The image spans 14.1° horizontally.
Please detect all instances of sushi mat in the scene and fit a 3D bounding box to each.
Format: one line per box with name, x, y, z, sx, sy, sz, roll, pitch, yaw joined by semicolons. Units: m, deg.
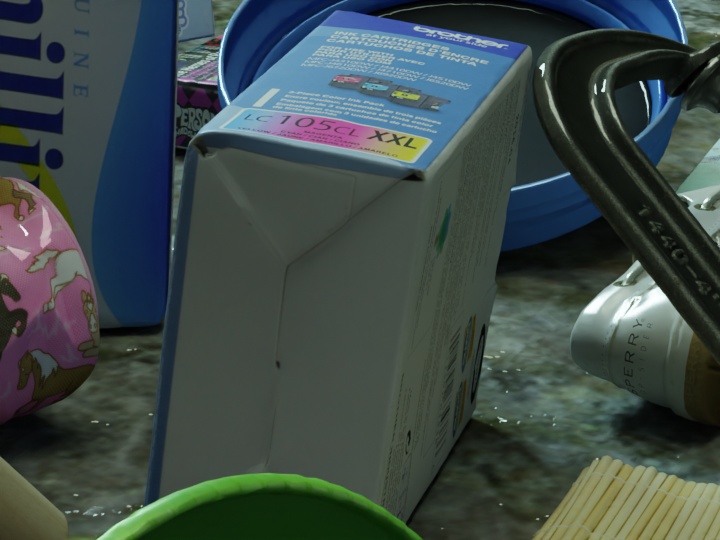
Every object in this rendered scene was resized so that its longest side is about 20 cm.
sushi mat;0.083;0.099;0.842;0.095;0.012;0.200;9;19;17

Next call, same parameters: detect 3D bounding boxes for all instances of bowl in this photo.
bowl;0.039;-0.079;1.230;0.200;0.039;0.201;-3;41;2

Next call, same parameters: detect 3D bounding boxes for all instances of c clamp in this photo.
c clamp;0.145;-0.010;0.996;0.200;0.027;0.171;50;38;6

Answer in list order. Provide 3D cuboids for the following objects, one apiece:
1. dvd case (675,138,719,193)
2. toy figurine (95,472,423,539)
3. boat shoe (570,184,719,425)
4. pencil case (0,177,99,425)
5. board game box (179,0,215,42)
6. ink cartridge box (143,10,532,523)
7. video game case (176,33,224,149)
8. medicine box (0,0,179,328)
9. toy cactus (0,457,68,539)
dvd case;0.217;-0.033;1.255;0.145;0.022;0.200;9;18;17
toy figurine;-0.097;0.127;0.609;0.184;0.151;0.200;2;37;46
boat shoe;0.134;-0.005;1.074;0.069;0.071;0.200;13;22;23
pencil case;-0.178;0.025;0.922;0.199;0.087;0.083;-14;-8;-42
board game box;-0.207;-0.118;1.369;0.200;0.044;0.199;-15;14;-42
ink cartridge box;0.000;0.000;0.932;0.076;0.137;0.200;13;20;12
video game case;0.017;-0.085;1.358;0.181;0.036;0.200;10;20;21
medicine box;-0.173;-0.076;1.066;0.199;0.183;0.103;-2;19;-14
toy cactus;-0.158;0.049;0.802;0.165;0.102;0.201;36;35;-31
